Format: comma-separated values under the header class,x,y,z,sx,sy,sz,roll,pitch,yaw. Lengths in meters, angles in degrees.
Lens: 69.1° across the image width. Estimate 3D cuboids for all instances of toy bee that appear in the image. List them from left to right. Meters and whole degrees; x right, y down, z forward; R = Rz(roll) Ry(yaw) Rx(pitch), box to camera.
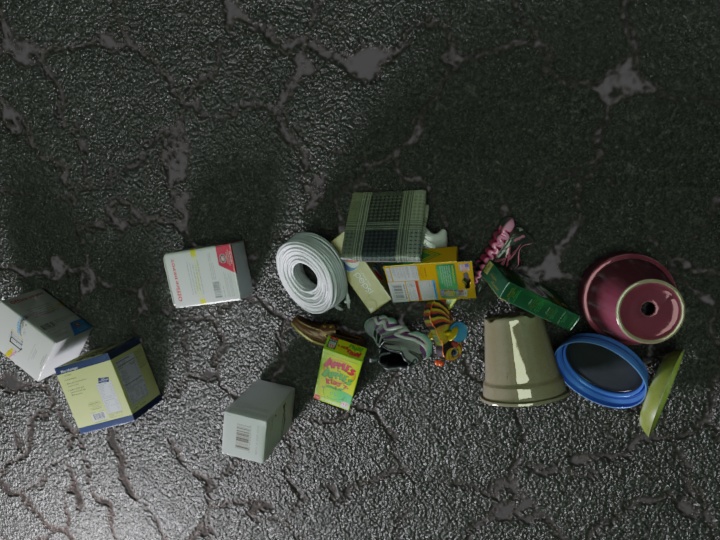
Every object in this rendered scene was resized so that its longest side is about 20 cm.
class,x,y,z,sx,sy,sz,roll,pitch,yaw
toy bee,0.207,0.168,1.237,0.108,0.131,0.200,-39,76,-19

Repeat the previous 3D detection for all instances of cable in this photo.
class,x,y,z,sx,sy,sz,roll,pitch,yaw
cable,-0.121,0.008,1.281,0.198,0.069,0.203,16,125,31

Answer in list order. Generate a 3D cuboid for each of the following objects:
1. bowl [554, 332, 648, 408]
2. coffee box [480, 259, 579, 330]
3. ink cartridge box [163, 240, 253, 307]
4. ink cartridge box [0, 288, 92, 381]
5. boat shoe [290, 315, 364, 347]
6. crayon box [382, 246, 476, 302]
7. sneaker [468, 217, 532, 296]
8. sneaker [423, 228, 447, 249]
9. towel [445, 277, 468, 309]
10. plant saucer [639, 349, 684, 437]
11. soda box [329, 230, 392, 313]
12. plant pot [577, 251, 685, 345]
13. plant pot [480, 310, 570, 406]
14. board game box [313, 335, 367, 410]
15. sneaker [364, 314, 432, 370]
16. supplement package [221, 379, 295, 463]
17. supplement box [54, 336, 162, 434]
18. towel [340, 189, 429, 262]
class,x,y,z,sx,sy,sz,roll,pitch,yaw
bowl,0.533,0.220,1.161,0.199,0.039,0.202,31,146,23
coffee box,0.369,0.052,1.146,0.198,0.123,0.044,23,110,-19
ink cartridge box,-0.398,0.008,1.373,0.197,0.083,0.148,-7,100,14
ink cartridge box,-0.920,0.179,1.501,0.199,0.147,0.146,36,107,4
boat shoe,-0.081,0.161,1.340,0.198,0.072,0.068,27,101,0
crayon box,0.161,0.011,1.197,0.197,0.052,0.127,-3,136,16
sneaker,0.324,-0.017,1.208,0.094,0.079,0.202,27,108,-6
sneaker,0.113,-0.076,1.239,0.196,0.078,0.101,8,86,0
towel,0.159,0.006,1.277,0.199,0.018,0.087,34,102,6
plant saucer,0.647,0.260,1.132,0.031,0.199,0.203,22,107,34
soda box,0.000,0.000,1.287,0.067,0.064,0.201,-35,91,17
plant pot,0.576,0.069,1.096,0.196,0.179,0.204,2,98,11
plant pot,0.360,0.191,1.188,0.197,0.200,0.187,-8,89,15
board game box,-0.054,0.261,1.318,0.100,0.048,0.202,18,131,6
sneaker,0.057,0.178,1.243,0.198,0.139,0.079,15,122,39
supplement package,-0.259,0.384,1.357,0.115,0.200,0.119,9,104,11
supplement box,-0.712,0.324,1.487,0.197,0.134,0.203,-16,98,16
towel,0.059,-0.103,1.211,0.189,0.035,0.203,0,58,16
